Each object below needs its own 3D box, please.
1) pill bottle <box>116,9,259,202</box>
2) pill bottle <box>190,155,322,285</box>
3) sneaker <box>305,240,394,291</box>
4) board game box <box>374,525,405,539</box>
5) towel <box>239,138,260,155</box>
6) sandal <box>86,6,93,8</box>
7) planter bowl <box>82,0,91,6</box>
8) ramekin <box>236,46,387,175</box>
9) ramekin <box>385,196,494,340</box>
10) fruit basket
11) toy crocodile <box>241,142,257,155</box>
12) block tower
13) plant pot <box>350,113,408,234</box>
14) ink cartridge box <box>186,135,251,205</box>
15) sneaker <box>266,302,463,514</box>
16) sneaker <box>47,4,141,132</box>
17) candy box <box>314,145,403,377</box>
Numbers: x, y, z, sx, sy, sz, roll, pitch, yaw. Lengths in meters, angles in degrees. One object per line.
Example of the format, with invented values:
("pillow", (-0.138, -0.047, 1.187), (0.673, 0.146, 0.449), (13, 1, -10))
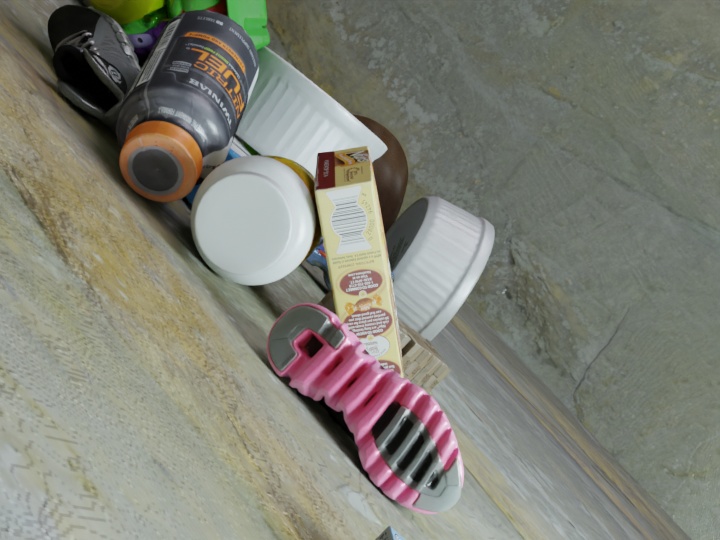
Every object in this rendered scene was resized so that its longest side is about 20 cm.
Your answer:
("pill bottle", (-0.162, -0.148, 1.152), (0.106, 0.106, 0.201), (41, 34, -23))
("pill bottle", (-0.092, -0.047, 1.124), (0.113, 0.113, 0.200), (44, 6, -1))
("sneaker", (-0.034, -0.035, 1.510), (0.201, 0.078, 0.075), (51, 2, -14))
("board game box", (0.063, 0.231, 0.662), (0.134, 0.034, 0.200), (44, 6, -15))
("towel", (-0.106, -0.197, 1.891), (0.191, 0.032, 0.199), (40, -31, -17))
("sandal", (-0.251, -0.238, 1.472), (0.200, 0.081, 0.057), (31, -24, -34))
("planter bowl", (-0.357, -0.455, 1.855), (0.133, 0.203, 0.200), (13, 17, -18))
("ramekin", (-0.075, -0.165, 1.444), (0.200, 0.098, 0.200), (39, 2, -1))
("ramekin", (0.077, -0.004, 1.610), (0.094, 0.203, 0.203), (34, 8, -13))
("fruit basket", (-0.222, -0.286, 1.332), (0.216, 0.212, 0.158), (-86, 170, -82))
("toy crocodile", (-0.121, -0.086, 1.436), (0.067, 0.062, 0.200), (41, 8, -29))
("block tower", (0.025, 0.077, 1.351), (0.200, 0.058, 0.054), (40, 8, -48))
("plant pot", (-0.021, -0.094, 1.750), (0.187, 0.187, 0.201), (42, 20, -20))
("ink cartridge box", (-0.163, -0.119, 1.341), (0.116, 0.068, 0.200), (39, 8, -49))
("sneaker", (0.011, 0.111, 0.996), (0.200, 0.079, 0.095), (48, -5, 16))
("sneaker", (-0.270, -0.210, 1.224), (0.200, 0.075, 0.115), (49, 10, 26))
("candy box", (0.000, 0.000, 1.146), (0.116, 0.054, 0.203), (-91, 173, -69))
